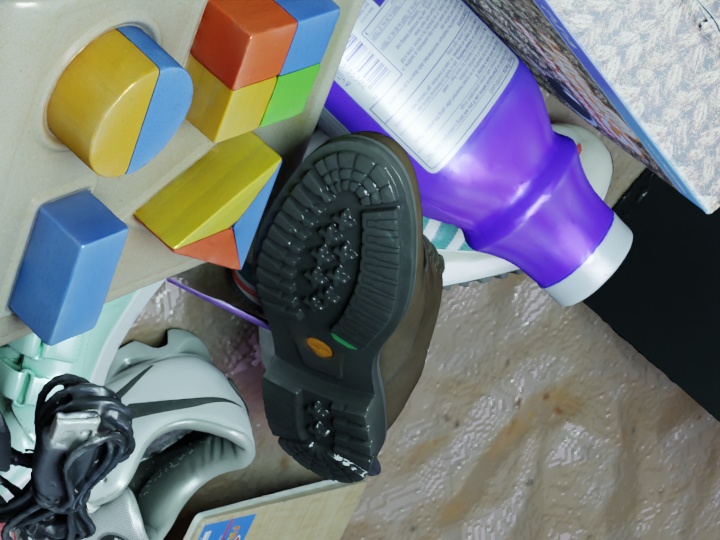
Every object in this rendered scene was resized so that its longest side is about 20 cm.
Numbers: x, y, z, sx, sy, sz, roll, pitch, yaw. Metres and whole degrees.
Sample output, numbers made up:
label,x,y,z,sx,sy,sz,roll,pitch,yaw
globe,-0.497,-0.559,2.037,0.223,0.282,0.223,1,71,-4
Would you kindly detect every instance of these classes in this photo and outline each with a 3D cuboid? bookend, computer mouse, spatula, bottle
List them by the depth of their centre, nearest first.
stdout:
label,x,y,z,sx,sy,sz,roll,pitch,yaw
computer mouse,-0.189,0.050,1.060,0.053,0.199,0.139,-61,-179,-30
bottle,0.037,-0.068,1.213,0.200,0.065,0.084,43,69,-16
spatula,-0.035,0.051,1.309,0.021,0.056,0.200,-55,143,-15
bookend,0.229,0.060,1.383,0.092,0.200,0.199,-49,130,3

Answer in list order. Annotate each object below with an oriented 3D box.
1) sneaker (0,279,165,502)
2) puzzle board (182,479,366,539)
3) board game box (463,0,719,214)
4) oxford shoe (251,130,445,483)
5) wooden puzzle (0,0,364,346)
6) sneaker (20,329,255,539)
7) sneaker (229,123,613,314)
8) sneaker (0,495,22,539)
label,x,y,z,sx,sy,sz,roll,pitch,yaw
sneaker,-0.155,0.010,1.190,0.118,0.074,0.201,34,86,-47
puzzle board,-0.080,0.190,1.345,0.150,0.017,0.201,-6,125,-59
board game box,0.092,-0.143,1.174,0.097,0.200,0.160,-45,130,-2
oxford shoe,0.000,0.000,1.201,0.085,0.072,0.201,-53,163,-34
wooden puzzle,-0.084,-0.045,1.097,0.199,0.046,0.186,-18,143,-42
sneaker,-0.138,0.106,1.253,0.199,0.089,0.074,-34,131,-9
sneaker,0.032,-0.046,1.279,0.198,0.070,0.094,-17,130,-20
sneaker,-0.205,0.161,1.190,0.073,0.087,0.200,28,130,-8
